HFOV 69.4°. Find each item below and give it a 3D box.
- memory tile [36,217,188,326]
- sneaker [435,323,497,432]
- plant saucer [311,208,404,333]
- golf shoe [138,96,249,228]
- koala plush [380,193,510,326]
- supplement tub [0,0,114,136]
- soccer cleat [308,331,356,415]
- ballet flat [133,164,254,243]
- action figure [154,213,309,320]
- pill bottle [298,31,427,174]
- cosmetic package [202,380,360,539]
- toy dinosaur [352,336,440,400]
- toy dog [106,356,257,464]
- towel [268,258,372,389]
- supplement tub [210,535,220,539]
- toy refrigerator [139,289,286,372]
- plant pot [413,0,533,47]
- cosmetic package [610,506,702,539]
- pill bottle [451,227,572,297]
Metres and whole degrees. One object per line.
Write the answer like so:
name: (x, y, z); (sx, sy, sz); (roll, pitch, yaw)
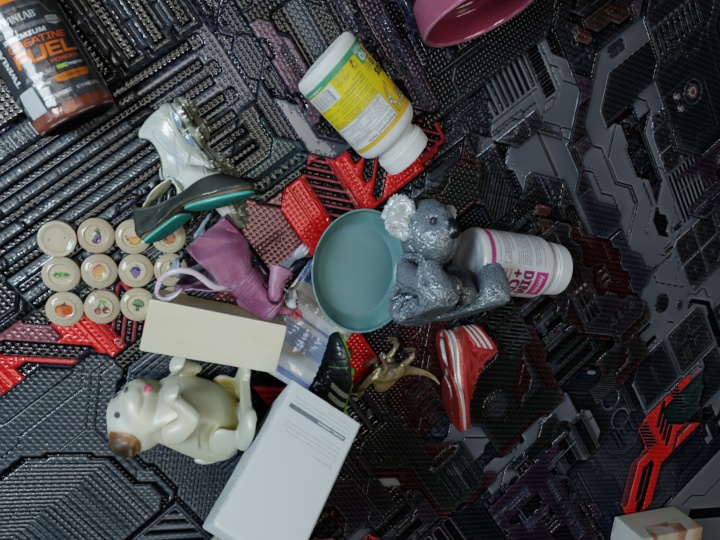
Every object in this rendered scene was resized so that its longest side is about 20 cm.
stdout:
memory tile: (-0.354, 0.001, 0.759); (0.196, 0.017, 0.157); (-2, 101, -20)
sneaker: (0.214, 0.198, 0.979); (0.113, 0.078, 0.204); (-13, 106, -16)
plant saucer: (0.000, 0.000, 0.867); (0.197, 0.036, 0.205); (-3, 97, -31)
golf shoe: (-0.239, -0.142, 0.758); (0.096, 0.079, 0.202); (-24, 110, 12)
koala plush: (0.112, -0.024, 0.842); (0.174, 0.183, 0.204); (0, 73, -34)
supplement tub: (-0.402, -0.278, 0.638); (0.106, 0.107, 0.203); (-31, 109, -12)
soccer cleat: (-0.055, 0.198, 0.868); (0.080, 0.067, 0.204); (-7, 116, -24)
ballet flat: (-0.236, -0.100, 0.703); (0.197, 0.068, 0.070); (-21, 89, 19)
action figure: (-0.162, 0.015, 0.745); (0.199, 0.150, 0.134); (38, 126, -10)
pill bottle: (0.010, -0.247, 0.797); (0.200, 0.113, 0.113); (43, 84, -22)
cosmetic package: (-0.117, 0.298, 0.748); (0.122, 0.200, 0.202); (33, 58, -3)
toy dinosaur: (0.062, 0.176, 0.939); (0.197, 0.058, 0.103); (-6, 119, -32)
toy dog: (-0.273, 0.213, 0.782); (0.196, 0.141, 0.195); (10, 133, -23)
towel: (-0.085, 0.099, 0.876); (0.146, 0.024, 0.202); (37, 86, -23)
supplement tub: (-0.219, 0.515, 0.839); (0.200, 0.144, 0.145); (-46, 112, -7)
toy refrigerator: (-0.217, 0.090, 0.781); (0.196, 0.070, 0.077); (13, 97, -18)
plant pot: (0.156, -0.470, 0.780); (0.197, 0.200, 0.182); (-22, 91, -15)
cosmetic package: (0.707, 0.647, 1.246); (0.196, 0.087, 0.106); (1, 101, -21)
pill bottle: (0.276, -0.011, 0.942); (0.196, 0.113, 0.116); (5, 99, -21)
